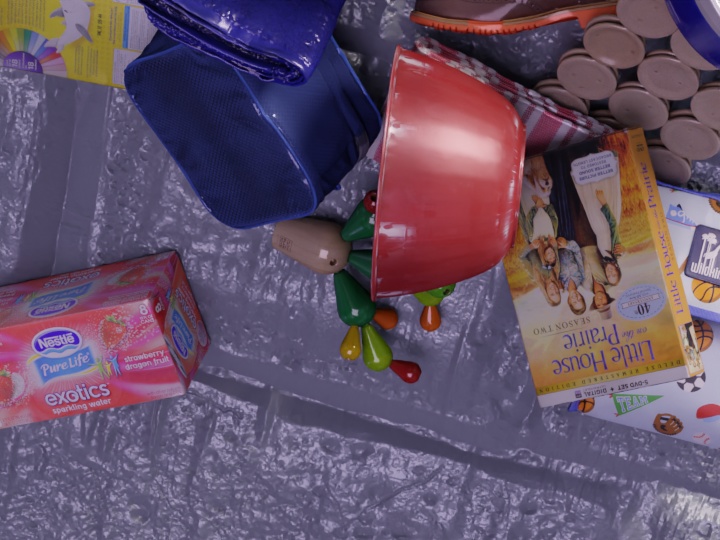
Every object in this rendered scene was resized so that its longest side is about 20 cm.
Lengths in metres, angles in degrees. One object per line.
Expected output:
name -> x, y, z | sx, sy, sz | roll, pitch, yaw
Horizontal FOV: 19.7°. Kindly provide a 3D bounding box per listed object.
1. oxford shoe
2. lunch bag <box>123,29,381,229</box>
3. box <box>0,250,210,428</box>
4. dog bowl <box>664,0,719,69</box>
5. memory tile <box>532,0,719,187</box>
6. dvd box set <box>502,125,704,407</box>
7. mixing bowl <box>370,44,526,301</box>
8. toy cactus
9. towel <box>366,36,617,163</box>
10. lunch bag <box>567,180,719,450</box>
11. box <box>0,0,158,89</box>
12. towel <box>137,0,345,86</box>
oxford shoe -> 0.136, -0.226, 1.642 | 0.199, 0.071, 0.073 | -4, 100, 7
lunch bag -> -0.076, -0.138, 1.683 | 0.135, 0.132, 0.201 | -8, 124, 43
box -> -0.249, 0.062, 1.852 | 0.199, 0.095, 0.103 | -10, 114, 17
dog bowl -> 0.320, -0.236, 1.521 | 0.199, 0.079, 0.202 | 1, 87, -13
memory tile -> 0.232, -0.144, 1.631 | 0.153, 0.017, 0.200 | 28, 148, -9
dvd box set -> 0.182, -0.001, 1.651 | 0.146, 0.029, 0.201 | -14, 90, 38
mixing bowl -> 0.071, -0.069, 1.607 | 0.108, 0.200, 0.201 | 7, 119, 3
toy cactus -> 0.000, 0.000, 1.775 | 0.164, 0.102, 0.201 | 19, 134, 15
towel -> 0.111, -0.103, 1.709 | 0.199, 0.030, 0.147 | 27, 139, -2
lunch bag -> 0.274, 0.034, 1.714 | 0.169, 0.124, 0.201 | 15, 106, 5
box -> -0.250, -0.221, 1.731 | 0.199, 0.048, 0.118 | 10, 120, 4
towel -> -0.074, -0.239, 1.605 | 0.147, 0.201, 0.050 | 28, 145, -4
